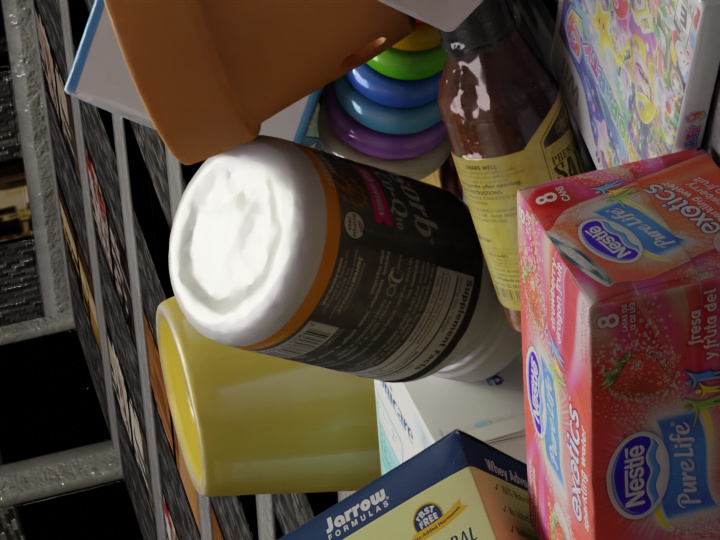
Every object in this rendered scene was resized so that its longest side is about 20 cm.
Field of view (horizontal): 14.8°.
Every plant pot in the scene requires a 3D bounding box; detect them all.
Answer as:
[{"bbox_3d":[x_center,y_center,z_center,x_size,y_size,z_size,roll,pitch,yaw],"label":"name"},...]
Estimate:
[{"bbox_3d":[-0.028,0.064,1.810,0.201,0.188,0.202,167,90,-79],"label":"plant pot"},{"bbox_3d":[-0.056,-0.170,1.447,0.200,0.139,0.201,-17,-90,-83],"label":"plant pot"}]

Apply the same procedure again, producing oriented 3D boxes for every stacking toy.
[{"bbox_3d":[0.024,-0.142,1.617,0.200,0.085,0.086,99,156,-52],"label":"stacking toy"}]

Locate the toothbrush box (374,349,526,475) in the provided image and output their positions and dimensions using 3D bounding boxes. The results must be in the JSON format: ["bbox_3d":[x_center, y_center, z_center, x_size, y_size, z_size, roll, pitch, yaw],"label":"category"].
[{"bbox_3d":[0.070,0.141,1.675,0.147,0.085,0.201,-118,20,-53],"label":"toothbrush box"}]

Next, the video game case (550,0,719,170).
[{"bbox_3d":[0.127,-0.111,1.288,0.200,0.018,0.144,93,160,-54],"label":"video game case"}]

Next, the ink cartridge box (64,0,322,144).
[{"bbox_3d":[-0.083,-0.162,1.715,0.200,0.145,0.147,-84,14,-81],"label":"ink cartridge box"}]

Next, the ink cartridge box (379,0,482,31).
[{"bbox_3d":[0.037,-0.229,1.315,0.117,0.067,0.201,-43,42,36],"label":"ink cartridge box"}]

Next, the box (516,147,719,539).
[{"bbox_3d":[0.131,0.059,1.257,0.103,0.094,0.201,-116,18,-52],"label":"box"}]

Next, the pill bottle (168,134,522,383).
[{"bbox_3d":[0.000,0.000,1.541,0.116,0.199,0.117,-13,71,42],"label":"pill bottle"}]

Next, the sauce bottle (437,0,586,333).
[{"bbox_3d":[0.077,-0.065,1.396,0.066,0.066,0.201,-127,16,-64],"label":"sauce bottle"}]

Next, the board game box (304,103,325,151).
[{"bbox_3d":[-0.067,-0.139,1.991,0.200,0.043,0.200,63,177,-31],"label":"board game box"}]

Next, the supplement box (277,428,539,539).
[{"bbox_3d":[0.076,0.218,1.382,0.200,0.134,0.201,30,-146,-52],"label":"supplement box"}]
